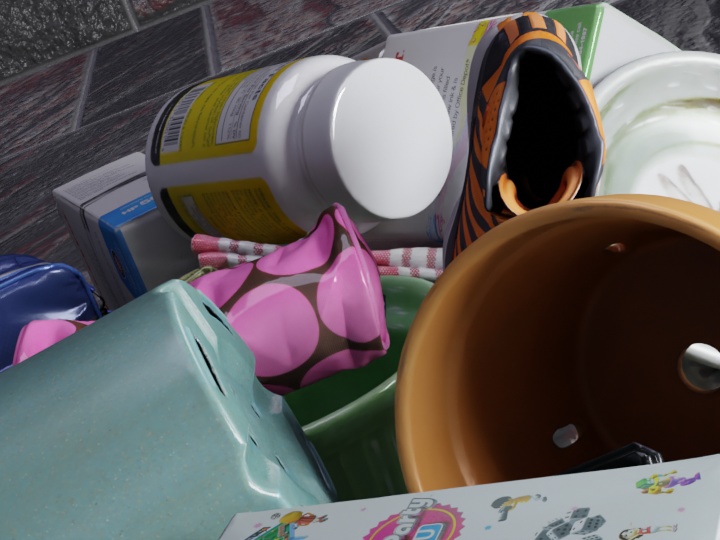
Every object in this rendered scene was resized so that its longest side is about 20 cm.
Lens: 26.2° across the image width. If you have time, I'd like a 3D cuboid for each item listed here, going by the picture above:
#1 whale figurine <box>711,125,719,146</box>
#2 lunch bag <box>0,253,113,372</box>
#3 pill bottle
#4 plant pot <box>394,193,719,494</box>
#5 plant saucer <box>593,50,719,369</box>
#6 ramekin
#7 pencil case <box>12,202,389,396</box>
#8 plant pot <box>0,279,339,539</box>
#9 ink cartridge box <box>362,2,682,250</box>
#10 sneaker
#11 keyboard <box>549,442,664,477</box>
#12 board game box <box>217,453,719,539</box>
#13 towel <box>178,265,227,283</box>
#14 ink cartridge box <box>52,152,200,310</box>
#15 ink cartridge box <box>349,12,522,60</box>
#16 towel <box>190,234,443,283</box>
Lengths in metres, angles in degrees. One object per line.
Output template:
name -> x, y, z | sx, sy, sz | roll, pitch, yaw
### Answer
whale figurine -> 0.256, -0.075, 0.970 | 0.198, 0.104, 0.160 | 0, 58, 12
lunch bag -> -0.257, 0.076, 1.087 | 0.199, 0.137, 0.132 | -30, 18, -21
pill bottle -> -0.041, -0.074, 0.981 | 0.114, 0.115, 0.199 | -35, 20, -33
plant pot -> 0.134, 0.057, 0.681 | 0.199, 0.202, 0.140 | -9, 7, 32
plant saucer -> 0.200, -0.028, 0.877 | 0.199, 0.201, 0.050 | -32, -14, -28
ramekin -> -0.027, 0.092, 0.866 | 0.199, 0.098, 0.200 | -19, 19, 7
pencil case -> -0.083, 0.034, 0.801 | 0.199, 0.091, 0.094 | -20, 55, 1
plant pot -> -0.121, 0.117, 0.687 | 0.195, 0.201, 0.200 | -33, 19, 5
ink cartridge box -> 0.091, -0.078, 0.979 | 0.084, 0.146, 0.199 | 20, -11, -37
sneaker -> 0.079, -0.021, 0.763 | 0.077, 0.202, 0.112 | -3, 18, 3
keyboard -> 0.059, 0.155, 0.649 | 0.199, 0.105, 0.039 | -29, -31, 32
board game box -> 0.054, 0.152, 0.553 | 0.199, 0.148, 0.064 | -12, 24, 27
towel -> -0.151, 0.052, 0.955 | 0.148, 0.037, 0.200 | -32, 2, -16
ink cartridge box -> -0.148, 0.000, 1.164 | 0.084, 0.147, 0.200 | -28, 21, -16
ink cartridge box -> 0.051, -0.109, 1.172 | 0.124, 0.130, 0.200 | -15, 0, -31
towel -> 0.000, 0.000, 0.997 | 0.198, 0.030, 0.146 | 3, -8, 6
